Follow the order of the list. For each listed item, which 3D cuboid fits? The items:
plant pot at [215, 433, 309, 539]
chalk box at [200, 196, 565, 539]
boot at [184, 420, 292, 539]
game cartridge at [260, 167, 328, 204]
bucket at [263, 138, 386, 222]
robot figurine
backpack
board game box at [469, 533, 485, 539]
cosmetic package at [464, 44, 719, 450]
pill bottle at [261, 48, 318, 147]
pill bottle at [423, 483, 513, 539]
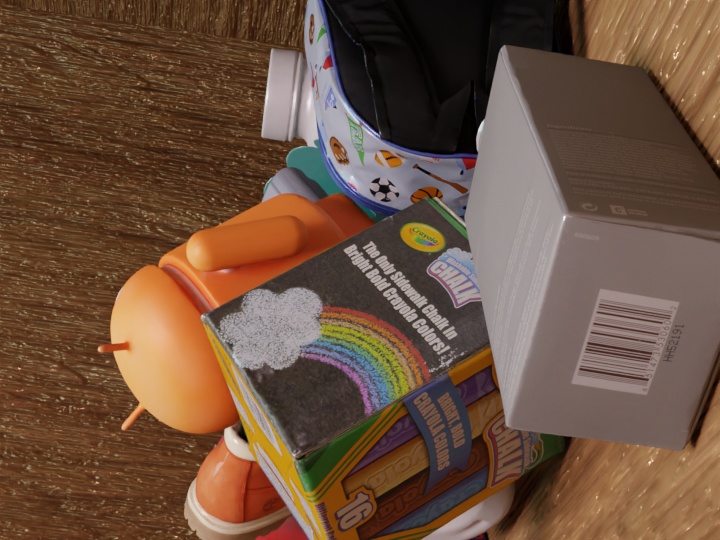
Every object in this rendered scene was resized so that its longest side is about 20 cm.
[{"bbox_3d":[-0.020,0.227,0.989,0.201,0.199,0.184,-96,3,-68],"label":"plant pot"},{"bbox_3d":[0.034,0.055,0.665,0.125,0.199,0.124,49,160,43],"label":"chalk box"},{"bbox_3d":[-0.031,0.119,0.856,0.199,0.075,0.108,-22,-37,-43],"label":"boot"},{"bbox_3d":[-0.065,0.033,0.953,0.133,0.041,0.201,46,120,45],"label":"game cartridge"},{"bbox_3d":[0.000,0.000,1.015,0.207,0.134,0.209,-21,64,52],"label":"bucket"},{"bbox_3d":[-0.072,0.025,0.745,0.117,0.199,0.144,62,156,-6],"label":"robot figurine"},{"bbox_3d":[0.048,-0.119,0.791,0.155,0.198,0.191,96,171,-48],"label":"backpack"},{"bbox_3d":[0.019,0.280,0.876,0.032,0.119,0.201,-106,23,-75],"label":"board game box"},{"bbox_3d":[0.104,-0.021,0.550,0.200,0.090,0.107,-86,5,-59],"label":"cosmetic package"},{"bbox_3d":[0.011,-0.151,1.092,0.111,0.199,0.112,-173,90,-85],"label":"pill bottle"},{"bbox_3d":[0.046,0.076,0.818,0.112,0.111,0.201,102,172,-45],"label":"pill bottle"}]
